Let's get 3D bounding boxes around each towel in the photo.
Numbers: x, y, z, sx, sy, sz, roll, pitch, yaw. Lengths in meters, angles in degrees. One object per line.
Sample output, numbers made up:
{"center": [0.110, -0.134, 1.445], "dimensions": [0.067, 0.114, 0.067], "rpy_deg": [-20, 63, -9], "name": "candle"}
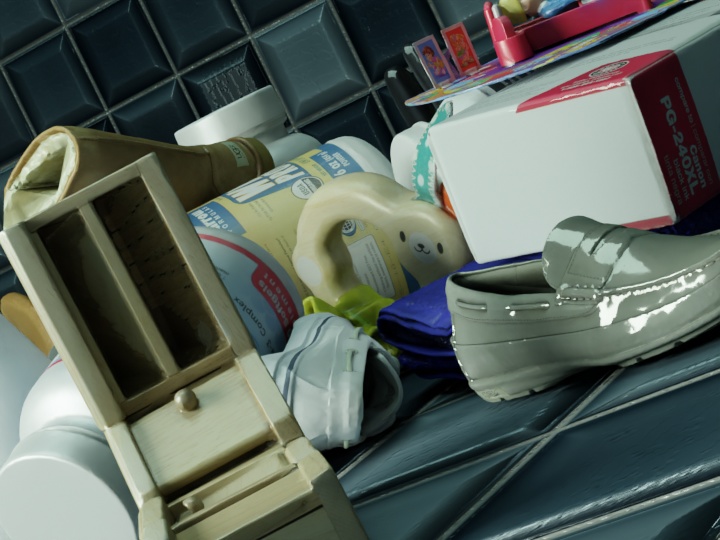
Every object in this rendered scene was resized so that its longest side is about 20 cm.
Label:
{"center": [0.121, 0.004, 1.197], "dimensions": [0.200, 0.050, 0.148], "rpy_deg": [-26, 11, -19], "name": "towel"}

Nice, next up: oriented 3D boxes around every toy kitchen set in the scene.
{"center": [-0.113, 0.067, 0.903], "dimensions": [0.163, 0.181, 0.200], "rpy_deg": [-28, 5, -5], "name": "toy kitchen set"}

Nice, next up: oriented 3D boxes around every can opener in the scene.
{"center": [0.074, -0.075, 1.513], "dimensions": [0.078, 0.200, 0.063], "rpy_deg": [2, -33, -46], "name": "can opener"}

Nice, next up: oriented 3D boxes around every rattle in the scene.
{"center": [0.000, 0.000, 1.282], "dimensions": [0.143, 0.130, 0.200], "rpy_deg": [-18, -12, -32], "name": "rattle"}

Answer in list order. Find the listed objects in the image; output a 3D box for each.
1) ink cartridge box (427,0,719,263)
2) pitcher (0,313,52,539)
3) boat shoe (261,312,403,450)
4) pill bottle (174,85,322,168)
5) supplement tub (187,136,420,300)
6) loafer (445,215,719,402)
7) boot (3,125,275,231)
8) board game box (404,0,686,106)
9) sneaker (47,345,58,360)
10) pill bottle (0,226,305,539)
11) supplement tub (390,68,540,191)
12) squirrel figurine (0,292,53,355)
{"center": [0.158, -0.087, 1.203], "dimensions": [0.145, 0.084, 0.200], "rpy_deg": [-12, 13, 46], "name": "ink cartridge box"}
{"center": [-0.226, 0.078, 1.309], "dimensions": [0.121, 0.200, 0.172], "rpy_deg": [-26, 4, 6], "name": "pitcher"}
{"center": [-0.010, 0.067, 1.161], "dimensions": [0.067, 0.074, 0.200], "rpy_deg": [3, 9, 10], "name": "boat shoe"}
{"center": [-0.059, -0.032, 1.649], "dimensions": [0.112, 0.200, 0.112], "rpy_deg": [-26, 4, 2], "name": "pill bottle"}
{"center": [-0.059, 0.011, 1.502], "dimensions": [0.200, 0.145, 0.145], "rpy_deg": [-27, 4, -17], "name": "supplement tub"}
{"center": [0.111, 0.008, 1.013], "dimensions": [0.200, 0.070, 0.070], "rpy_deg": [-22, 6, 46], "name": "loafer"}
{"center": [-0.172, -0.032, 1.528], "dimensions": [0.200, 0.066, 0.175], "rpy_deg": [-4, -45, -52], "name": "boot"}
{"center": [0.114, -0.151, 1.282], "dimensions": [0.200, 0.039, 0.158], "rpy_deg": [-29, 10, -38], "name": "board game box"}
{"center": [-0.117, 0.093, 1.338], "dimensions": [0.079, 0.096, 0.200], "rpy_deg": [-35, 31, -13], "name": "sneaker"}
{"center": [-0.112, 0.070, 1.170], "dimensions": [0.109, 0.109, 0.200], "rpy_deg": [-23, 22, 35], "name": "pill bottle"}
{"center": [0.134, -0.073, 1.385], "dimensions": [0.200, 0.141, 0.140], "rpy_deg": [-27, 4, -12], "name": "supplement tub"}
{"center": [-0.157, 0.066, 1.725], "dimensions": [0.186, 0.142, 0.200], "rpy_deg": [-16, 8, -31], "name": "squirrel figurine"}
